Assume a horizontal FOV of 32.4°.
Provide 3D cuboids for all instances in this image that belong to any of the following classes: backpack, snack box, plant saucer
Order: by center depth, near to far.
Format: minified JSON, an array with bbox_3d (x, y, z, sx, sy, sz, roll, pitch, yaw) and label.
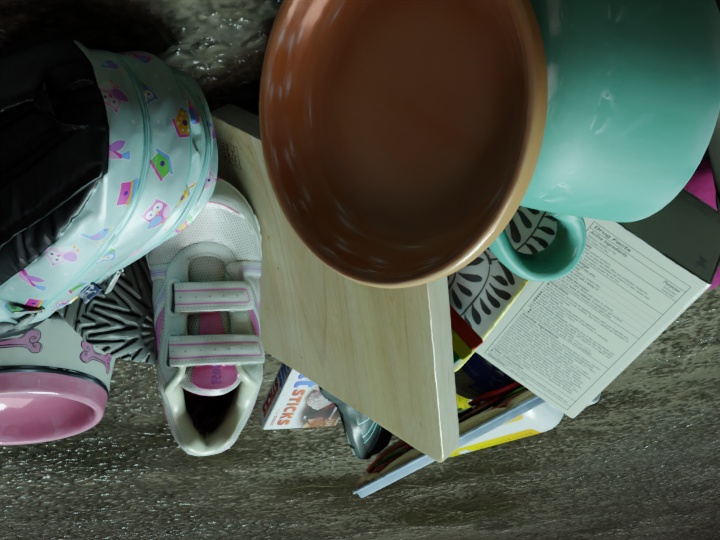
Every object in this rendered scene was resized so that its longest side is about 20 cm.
[{"bbox_3d":[0.023,-0.092,0.676,0.200,0.202,0.037,-28,164,40],"label":"plant saucer"},{"bbox_3d":[-0.186,-0.061,0.758,0.199,0.168,0.126,-29,166,35],"label":"backpack"},{"bbox_3d":[-0.030,0.081,1.071,0.071,0.024,0.200,0,146,-20],"label":"snack box"}]

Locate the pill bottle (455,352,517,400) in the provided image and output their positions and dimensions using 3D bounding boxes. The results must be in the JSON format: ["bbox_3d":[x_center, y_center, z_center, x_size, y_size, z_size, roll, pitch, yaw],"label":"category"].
[{"bbox_3d":[0.157,0.030,1.096,0.119,0.121,0.200,12,150,-38],"label":"pill bottle"}]

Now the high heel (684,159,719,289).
[{"bbox_3d":[0.299,-0.038,1.057,0.095,0.068,0.200,-16,145,31],"label":"high heel"}]

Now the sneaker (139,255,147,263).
[{"bbox_3d":[-0.074,-0.029,0.941,0.199,0.076,0.090,4,160,-28],"label":"sneaker"}]

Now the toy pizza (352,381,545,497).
[{"bbox_3d":[0.078,0.142,1.086,0.199,0.032,0.200,-27,171,-5],"label":"toy pizza"}]

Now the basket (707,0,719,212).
[{"bbox_3d":[0.293,-0.109,0.805,0.179,0.137,0.200,-26,148,20],"label":"basket"}]

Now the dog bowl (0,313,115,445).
[{"bbox_3d":[-0.332,0.110,1.191,0.198,0.074,0.200,-6,158,-2],"label":"dog bowl"}]

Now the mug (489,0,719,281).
[{"bbox_3d":[0.114,-0.095,0.706,0.114,0.187,0.152,7,170,-23],"label":"mug"}]

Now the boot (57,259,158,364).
[{"bbox_3d":[-0.180,0.019,0.953,0.181,0.073,0.200,34,179,-32],"label":"boot"}]

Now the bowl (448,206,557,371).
[{"bbox_3d":[0.090,-0.034,0.909,0.094,0.201,0.201,35,153,4],"label":"bowl"}]

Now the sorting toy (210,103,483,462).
[{"bbox_3d":[0.000,-0.004,0.835,0.069,0.198,0.201,-34,134,-31],"label":"sorting toy"}]

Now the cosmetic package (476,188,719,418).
[{"bbox_3d":[0.176,0.015,0.928,0.103,0.073,0.200,35,139,1],"label":"cosmetic package"}]

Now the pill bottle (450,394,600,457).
[{"bbox_3d":[0.151,0.127,1.334,0.199,0.114,0.113,-21,154,28],"label":"pill bottle"}]

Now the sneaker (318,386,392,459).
[{"bbox_3d":[0.012,0.096,1.016,0.079,0.076,0.200,-20,151,0],"label":"sneaker"}]

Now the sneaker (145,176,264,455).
[{"bbox_3d":[-0.097,0.037,0.817,0.081,0.088,0.201,-7,118,-11],"label":"sneaker"}]
